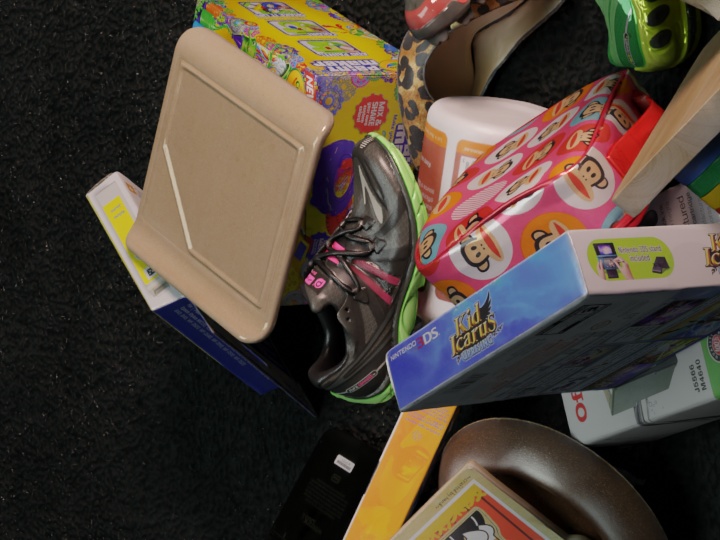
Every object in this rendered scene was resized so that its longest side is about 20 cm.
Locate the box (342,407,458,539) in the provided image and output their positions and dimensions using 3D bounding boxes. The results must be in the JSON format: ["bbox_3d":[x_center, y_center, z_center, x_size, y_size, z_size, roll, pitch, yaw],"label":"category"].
[{"bbox_3d":[0.020,0.180,1.730,0.119,0.041,0.201,77,-144,-82],"label":"box"}]

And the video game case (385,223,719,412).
[{"bbox_3d":[0.143,0.028,1.429,0.200,0.181,0.046,-35,64,49],"label":"video game case"}]

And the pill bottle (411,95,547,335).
[{"bbox_3d":[0.091,-0.021,1.708,0.112,0.112,0.201,30,117,50],"label":"pill bottle"}]

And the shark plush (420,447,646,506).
[{"bbox_3d":[0.143,0.167,1.725,0.200,0.091,0.084,-25,95,35],"label":"shark plush"}]

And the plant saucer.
[{"bbox_3d":[0.133,0.195,1.650,0.200,0.032,0.201,25,139,24],"label":"plant saucer"}]

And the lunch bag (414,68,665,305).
[{"bbox_3d":[0.135,-0.057,1.523,0.176,0.200,0.082,-34,101,30],"label":"lunch bag"}]

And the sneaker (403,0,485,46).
[{"bbox_3d":[0.053,-0.256,1.686,0.071,0.098,0.201,-22,43,42],"label":"sneaker"}]

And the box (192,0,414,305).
[{"bbox_3d":[-0.055,-0.103,1.907,0.192,0.122,0.201,36,122,47],"label":"box"}]

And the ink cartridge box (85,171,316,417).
[{"bbox_3d":[-0.137,0.031,1.987,0.047,0.198,0.200,-35,55,8],"label":"ink cartridge box"}]

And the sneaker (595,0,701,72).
[{"bbox_3d":[0.178,-0.234,1.596,0.083,0.074,0.201,-15,81,51],"label":"sneaker"}]

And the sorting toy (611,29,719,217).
[{"bbox_3d":[0.263,-0.128,1.397,0.070,0.200,0.199,39,132,-3],"label":"sorting toy"}]

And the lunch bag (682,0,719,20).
[{"bbox_3d":[0.180,-0.256,1.450,0.118,0.163,0.201,125,158,-43],"label":"lunch bag"}]

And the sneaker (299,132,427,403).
[{"bbox_3d":[0.000,0.000,1.672,0.077,0.083,0.201,-156,69,-67],"label":"sneaker"}]

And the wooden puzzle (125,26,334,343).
[{"bbox_3d":[-0.103,-0.070,1.836,0.185,0.037,0.201,36,117,38],"label":"wooden puzzle"}]

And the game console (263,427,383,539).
[{"bbox_3d":[0.003,0.242,1.897,0.176,0.116,0.200,-61,17,-4],"label":"game console"}]

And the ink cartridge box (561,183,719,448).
[{"bbox_3d":[0.217,0.028,1.554,0.200,0.084,0.146,-28,71,53],"label":"ink cartridge box"}]

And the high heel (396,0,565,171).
[{"bbox_3d":[0.093,-0.157,1.725,0.142,0.071,0.201,33,111,57],"label":"high heel"}]

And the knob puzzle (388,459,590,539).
[{"bbox_3d":[0.097,0.256,1.625,0.030,0.219,0.220,-63,-8,-62],"label":"knob puzzle"}]
